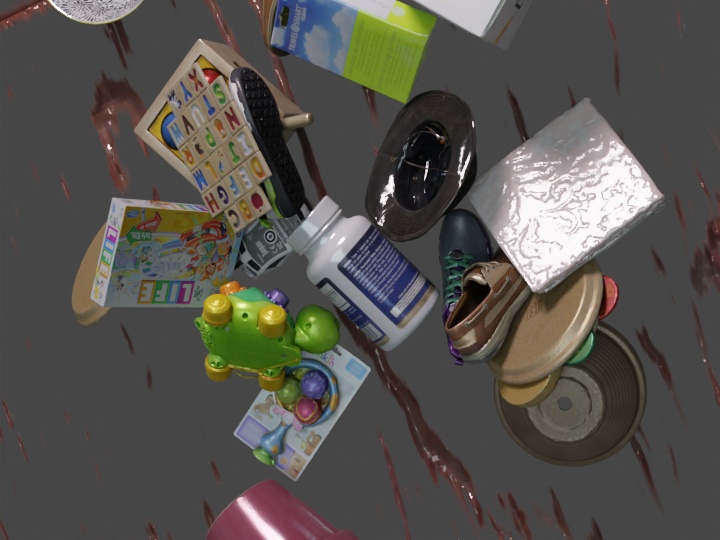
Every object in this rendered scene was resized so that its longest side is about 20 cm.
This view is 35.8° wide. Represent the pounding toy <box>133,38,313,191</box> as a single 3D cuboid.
[{"bbox_3d":[-0.169,-0.193,1.486,0.200,0.142,0.185,41,105,7],"label":"pounding toy"}]

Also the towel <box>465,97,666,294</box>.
[{"bbox_3d":[0.252,-0.094,1.393,0.199,0.032,0.192,-36,56,9],"label":"towel"}]

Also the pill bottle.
[{"bbox_3d":[0.000,0.000,1.462,0.200,0.111,0.111,44,105,-5],"label":"pill bottle"}]

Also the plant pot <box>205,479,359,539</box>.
[{"bbox_3d":[-0.109,0.395,1.524,0.179,0.200,0.200,46,106,21],"label":"plant pot"}]

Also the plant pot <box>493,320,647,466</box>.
[{"bbox_3d":[0.267,0.161,1.436,0.198,0.093,0.203,1,96,14],"label":"plant pot"}]

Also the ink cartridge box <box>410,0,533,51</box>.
[{"bbox_3d":[0.137,-0.369,1.352,0.146,0.200,0.146,30,103,10],"label":"ink cartridge box"}]

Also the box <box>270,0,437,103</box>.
[{"bbox_3d":[-0.011,-0.305,1.436,0.198,0.048,0.122,24,143,4],"label":"box"}]

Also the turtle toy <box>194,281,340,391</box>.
[{"bbox_3d":[-0.127,0.081,1.508,0.198,0.102,0.147,10,133,3],"label":"turtle toy"}]

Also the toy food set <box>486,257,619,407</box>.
[{"bbox_3d":[0.233,0.060,1.397,0.048,0.201,0.198,35,114,-26],"label":"toy food set"}]

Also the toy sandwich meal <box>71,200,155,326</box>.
[{"bbox_3d":[-0.327,-0.006,1.555,0.070,0.206,0.206,29,107,-30],"label":"toy sandwich meal"}]

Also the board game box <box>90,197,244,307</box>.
[{"bbox_3d":[-0.248,-0.020,1.466,0.034,0.199,0.136,27,107,41],"label":"board game box"}]

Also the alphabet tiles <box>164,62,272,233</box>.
[{"bbox_3d":[-0.180,-0.150,1.395,0.166,0.006,0.202,-25,92,54],"label":"alphabet tiles"}]

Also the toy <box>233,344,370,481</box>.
[{"bbox_3d":[-0.088,0.187,1.557,0.115,0.047,0.201,35,104,8],"label":"toy"}]

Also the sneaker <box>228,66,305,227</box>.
[{"bbox_3d":[-0.139,-0.148,1.389,0.082,0.072,0.202,-11,104,28],"label":"sneaker"}]

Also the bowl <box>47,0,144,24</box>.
[{"bbox_3d":[-0.342,-0.436,1.529,0.198,0.094,0.203,2,96,15],"label":"bowl"}]

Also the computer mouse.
[{"bbox_3d":[-0.138,-0.027,1.551,0.199,0.044,0.110,-36,82,22],"label":"computer mouse"}]

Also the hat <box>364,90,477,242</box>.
[{"bbox_3d":[0.096,-0.125,1.443,0.199,0.080,0.203,-21,59,41],"label":"hat"}]

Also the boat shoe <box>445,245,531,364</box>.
[{"bbox_3d":[0.166,0.021,1.407,0.072,0.201,0.075,43,146,-24],"label":"boat shoe"}]

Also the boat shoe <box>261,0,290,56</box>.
[{"bbox_3d":[-0.099,-0.391,1.490,0.068,0.071,0.202,30,114,40],"label":"boat shoe"}]

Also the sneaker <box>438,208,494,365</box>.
[{"bbox_3d":[0.137,0.021,1.456,0.074,0.087,0.203,-5,95,15],"label":"sneaker"}]
